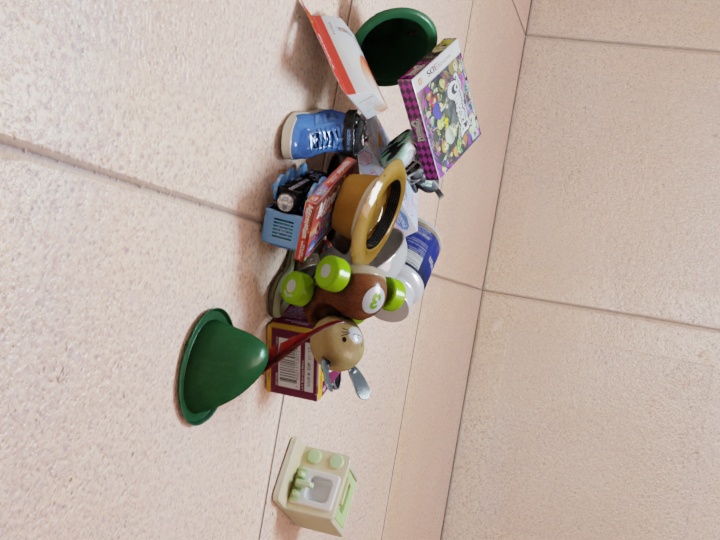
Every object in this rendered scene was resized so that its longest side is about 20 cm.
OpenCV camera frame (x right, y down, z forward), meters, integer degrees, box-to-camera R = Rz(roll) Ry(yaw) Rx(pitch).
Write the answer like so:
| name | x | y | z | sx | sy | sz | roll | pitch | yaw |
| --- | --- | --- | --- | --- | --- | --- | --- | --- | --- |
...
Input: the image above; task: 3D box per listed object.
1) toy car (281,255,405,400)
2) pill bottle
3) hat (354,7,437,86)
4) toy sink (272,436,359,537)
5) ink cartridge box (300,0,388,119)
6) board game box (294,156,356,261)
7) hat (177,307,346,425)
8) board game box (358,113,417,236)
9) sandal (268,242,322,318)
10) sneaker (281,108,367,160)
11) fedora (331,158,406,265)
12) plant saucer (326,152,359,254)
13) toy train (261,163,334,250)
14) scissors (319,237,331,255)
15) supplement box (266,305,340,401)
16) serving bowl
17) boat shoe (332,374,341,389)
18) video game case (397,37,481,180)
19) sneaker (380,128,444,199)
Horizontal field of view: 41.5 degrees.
| name | x | y | z | sx | sy | sz | roll | pitch | yaw |
| --- | --- | --- | --- | --- | --- | --- | --- | --- | --- |
| toy car | -0.024 | 0.102 | 1.522 | 0.164 | 0.157 | 0.201 | 20 | 57 | -43 |
| pill bottle | 0.080 | -0.002 | 1.860 | 0.116 | 0.115 | 0.201 | 82 | 25 | -44 |
| hat | 0.040 | -0.464 | 1.808 | 0.200 | 0.165 | 0.177 | -54 | -144 | 40 |
| toy sink | -0.079 | 0.426 | 1.863 | 0.200 | 0.111 | 0.131 | 71 | 33 | -58 |
| ink cartridge box | -0.025 | -0.360 | 1.593 | 0.163 | 0.050 | 0.200 | 66 | 8 | 14 |
| board game box | -0.054 | -0.101 | 1.522 | 0.200 | 0.019 | 0.103 | -55 | 160 | -58 |
| hat | -0.145 | 0.143 | 1.378 | 0.166 | 0.175 | 0.201 | 41 | 60 | -70 |
| board game box | 0.049 | -0.190 | 1.838 | 0.200 | 0.041 | 0.200 | 59 | 17 | -22 |
| sandal | -0.102 | 0.008 | 1.655 | 0.080 | 0.057 | 0.202 | 81 | 24 | -46 |
| sneaker | -0.052 | -0.228 | 1.599 | 0.200 | 0.111 | 0.077 | -41 | 137 | -64 |
| fedora | 0.006 | -0.103 | 1.555 | 0.201 | 0.081 | 0.201 | -59 | 163 | -31 |
| plant saucer | -0.037 | -0.130 | 1.713 | 0.200 | 0.032 | 0.202 | -176 | -90 | -77 |
| toy train | -0.097 | -0.107 | 1.576 | 0.200 | 0.086 | 0.115 | -46 | 150 | -68 |
| scissors | -0.064 | 0.017 | 1.860 | 0.073 | 0.014 | 0.201 | -54 | 148 | -56 |
| supplement box | -0.084 | 0.128 | 1.701 | 0.200 | 0.103 | 0.132 | -47 | 143 | -62 |
| serving bowl | 0.000 | 0.000 | 1.721 | 0.066 | 0.199 | 0.200 | 64 | 31 | -22 |
| boat shoe | -0.057 | 0.138 | 1.847 | 0.072 | 0.067 | 0.201 | -24 | 123 | -61 |
| video game case | 0.148 | -0.295 | 1.733 | 0.181 | 0.036 | 0.201 | -47 | 129 | -41 |
| sneaker | 0.109 | -0.186 | 1.774 | 0.140 | 0.078 | 0.200 | 52 | 19 | -9 |
